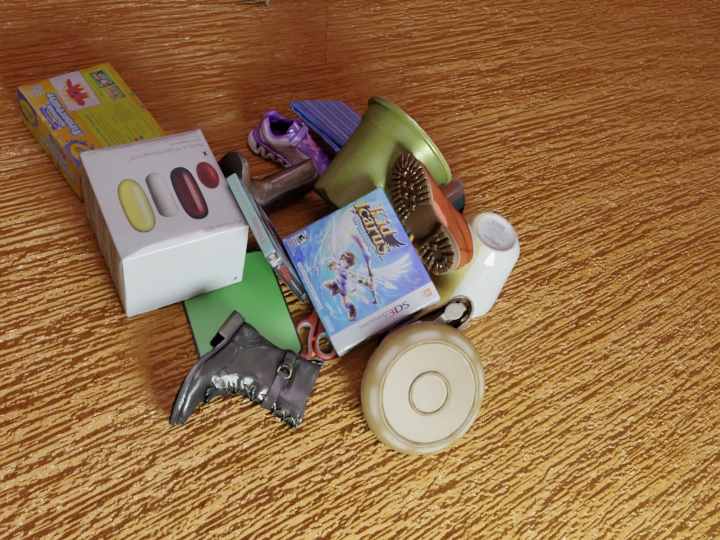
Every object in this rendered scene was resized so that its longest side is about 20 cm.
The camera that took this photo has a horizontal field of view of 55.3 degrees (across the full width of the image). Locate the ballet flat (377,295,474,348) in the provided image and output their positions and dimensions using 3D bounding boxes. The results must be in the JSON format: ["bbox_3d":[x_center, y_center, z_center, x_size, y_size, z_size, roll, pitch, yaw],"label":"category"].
[{"bbox_3d":[0.102,0.092,1.054,0.199,0.067,0.068,-34,81,-33],"label":"ballet flat"}]

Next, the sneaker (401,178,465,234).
[{"bbox_3d":[0.111,-0.089,1.257,0.198,0.081,0.071,-28,38,-11],"label":"sneaker"}]

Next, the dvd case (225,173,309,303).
[{"bbox_3d":[-0.138,-0.044,1.058,0.022,0.200,0.147,-29,66,0],"label":"dvd case"}]

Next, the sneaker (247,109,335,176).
[{"bbox_3d":[-0.110,-0.226,1.256,0.198,0.089,0.081,29,49,-1],"label":"sneaker"}]

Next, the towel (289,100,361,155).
[{"bbox_3d":[-0.038,-0.277,1.320,0.145,0.024,0.199,44,28,13],"label":"towel"}]

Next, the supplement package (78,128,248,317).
[{"bbox_3d":[-0.295,-0.076,1.034,0.189,0.148,0.202,-19,63,-26],"label":"supplement package"}]

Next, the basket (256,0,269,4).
[{"bbox_3d":[-0.261,-0.711,1.505,0.146,0.143,0.203,4,55,-17],"label":"basket"}]

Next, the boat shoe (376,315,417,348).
[{"bbox_3d":[0.060,0.065,1.126,0.060,0.072,0.204,15,55,-15],"label":"boat shoe"}]

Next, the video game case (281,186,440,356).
[{"bbox_3d":[0.000,0.000,1.065,0.179,0.045,0.202,-27,78,-4],"label":"video game case"}]

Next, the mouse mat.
[{"bbox_3d":[-0.190,0.062,1.066,0.158,0.008,0.202,-13,63,-22],"label":"mouse mat"}]

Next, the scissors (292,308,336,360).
[{"bbox_3d":[-0.069,0.058,1.118,0.072,0.014,0.203,10,55,-11],"label":"scissors"}]

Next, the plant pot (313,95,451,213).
[{"bbox_3d":[0.024,-0.162,1.184,0.184,0.201,0.200,-44,77,-4],"label":"plant pot"}]

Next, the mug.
[{"bbox_3d":[0.184,-0.019,1.181,0.183,0.154,0.151,-7,59,-25],"label":"mug"}]

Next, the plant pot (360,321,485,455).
[{"bbox_3d":[0.098,0.178,1.008,0.196,0.027,0.204,-2,99,-14],"label":"plant pot"}]

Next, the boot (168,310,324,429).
[{"bbox_3d":[-0.156,0.170,0.974,0.173,0.069,0.201,37,63,-7],"label":"boot"}]

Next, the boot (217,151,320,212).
[{"bbox_3d":[-0.141,-0.156,1.135,0.198,0.187,0.065,-23,74,-30],"label":"boot"}]

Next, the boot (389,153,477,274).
[{"bbox_3d":[0.117,-0.091,1.087,0.106,0.075,0.203,-9,73,-50],"label":"boot"}]

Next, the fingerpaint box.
[{"bbox_3d":[-0.442,-0.236,1.144,0.166,0.074,0.200,-31,71,-36],"label":"fingerpaint box"}]
